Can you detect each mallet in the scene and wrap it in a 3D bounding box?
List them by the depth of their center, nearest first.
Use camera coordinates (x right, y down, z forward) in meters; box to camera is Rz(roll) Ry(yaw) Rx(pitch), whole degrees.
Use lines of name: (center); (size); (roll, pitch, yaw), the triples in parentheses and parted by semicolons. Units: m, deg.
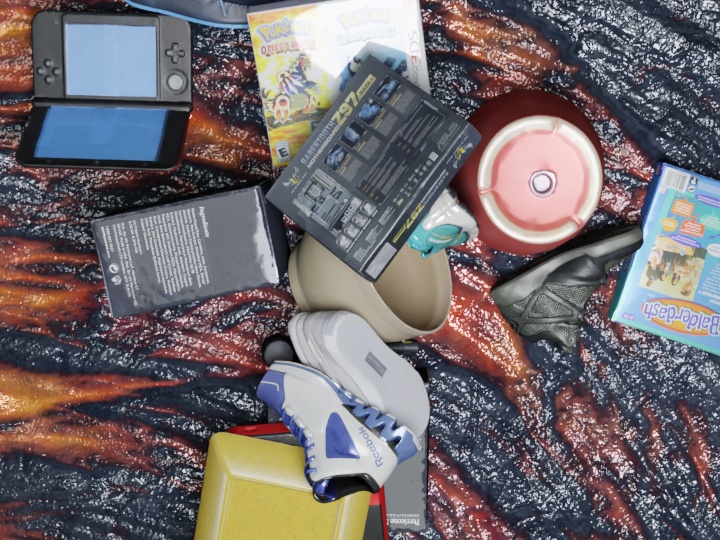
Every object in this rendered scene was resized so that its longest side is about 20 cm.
mallet: (-0.026, 0.099, 1.643); (0.197, 0.066, 0.042); (-1, 95, 2)

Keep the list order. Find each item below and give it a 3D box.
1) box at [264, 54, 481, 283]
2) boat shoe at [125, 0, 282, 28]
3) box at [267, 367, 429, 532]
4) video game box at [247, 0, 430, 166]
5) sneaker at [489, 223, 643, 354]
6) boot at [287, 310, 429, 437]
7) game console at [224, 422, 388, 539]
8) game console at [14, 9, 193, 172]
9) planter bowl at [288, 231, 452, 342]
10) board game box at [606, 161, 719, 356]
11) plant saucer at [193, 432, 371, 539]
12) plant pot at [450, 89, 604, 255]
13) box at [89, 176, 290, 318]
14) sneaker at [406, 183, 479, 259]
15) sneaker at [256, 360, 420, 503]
box: (0.012, -0.112, 1.455); (0.157, 0.051, 0.201); (37, 90, 28)
boat shoe: (-0.190, -0.336, 1.585); (0.197, 0.085, 0.069); (7, 125, -1)
box: (-0.014, 0.216, 1.637); (0.197, 0.104, 0.185); (1, 96, 2)
video game box: (-0.019, -0.225, 1.541); (0.197, 0.047, 0.185); (-9, 109, 3)
sneaker: (0.267, 0.024, 1.620); (0.198, 0.076, 0.115); (-30, 98, 12)
boot: (-0.002, 0.115, 1.540); (0.074, 0.095, 0.201); (-53, 124, -26)
game console: (-0.070, 0.268, 1.582); (0.197, 0.031, 0.180); (-5, 102, 3)
game console: (-0.304, -0.216, 1.587); (0.197, 0.119, 0.175); (2, 105, 1)
planter bowl: (0.000, 0.000, 1.583); (0.134, 0.200, 0.202); (-24, 96, 32)
board game box: (0.403, -0.014, 1.627); (0.150, 0.045, 0.203); (18, 96, -1)
plant saucer: (-0.095, 0.305, 1.551); (0.197, 0.048, 0.203); (10, 102, -1)
plant pot: (0.201, -0.110, 1.557); (0.197, 0.177, 0.204); (0, 97, 1)
box: (-0.192, -0.031, 1.568); (0.197, 0.197, 0.119); (-12, 96, 3)
sneaker: (0.085, -0.055, 1.534); (0.079, 0.200, 0.078); (-38, 83, 4)
sneaker: (-0.044, 0.191, 1.501); (0.198, 0.081, 0.116); (26, 63, 17)
